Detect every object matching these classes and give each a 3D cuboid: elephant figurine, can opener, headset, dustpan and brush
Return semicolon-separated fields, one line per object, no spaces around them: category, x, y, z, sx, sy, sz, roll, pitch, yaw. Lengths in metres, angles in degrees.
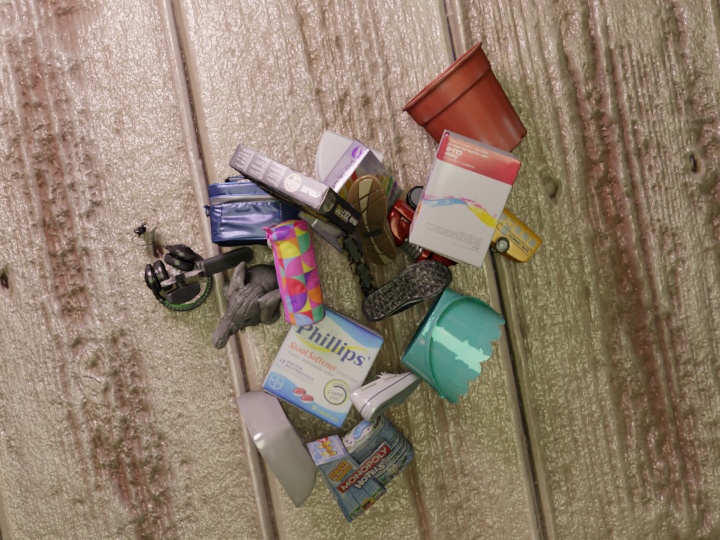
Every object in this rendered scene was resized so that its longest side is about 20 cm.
elephant figurine;-0.212;0.058;1.313;0.138;0.200;0.159;-6;91;-1
can opener;-0.306;0.006;1.348;0.198;0.052;0.068;-26;106;-29
headset;-0.394;-0.010;1.385;0.123;0.094;0.201;-41;107;-5
dustpan and brush;-0.048;-0.168;1.392;0.137;0.057;0.203;22;84;-1

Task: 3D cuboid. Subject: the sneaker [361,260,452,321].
sneaker;0.088;0.039;1.335;0.197;0.083;0.073;-25;80;9

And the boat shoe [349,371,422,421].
boat shoe;0.054;0.231;1.343;0.067;0.199;0.074;41;118;21

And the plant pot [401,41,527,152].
plant pot;0.215;-0.305;1.330;0.200;0.201;0.196;-39;100;0

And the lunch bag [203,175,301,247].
lunch bag;-0.216;-0.121;1.341;0.195;0.136;0.135;-2;87;-3

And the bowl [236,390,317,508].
bowl;-0.156;0.333;1.308;0.074;0.200;0.202;-30;115;-8

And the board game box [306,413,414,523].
board game box;-0.007;0.381;1.342;0.199;0.062;0.200;-40;128;-1

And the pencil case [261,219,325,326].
pencil case;-0.122;0.004;1.248;0.087;0.089;0.204;-13;107;-1

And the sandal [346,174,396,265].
sandal;0.025;-0.099;1.294;0.079;0.055;0.202;-9;128;13

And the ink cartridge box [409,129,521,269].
ink cartridge box;0.185;-0.132;1.222;0.142;0.146;0.203;19;106;1

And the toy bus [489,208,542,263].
toy bus;0.273;-0.095;1.388;0.199;0.065;0.079;40;90;-2

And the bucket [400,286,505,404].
bucket;0.179;0.140;1.328;0.133;0.207;0.209;31;90;3

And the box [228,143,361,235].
box;-0.110;-0.139;1.166;0.198;0.161;0.050;28;86;23

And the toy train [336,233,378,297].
toy train;0.000;0.000;1.352;0.034;0.046;0.202;-33;128;-11

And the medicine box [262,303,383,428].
medicine box;-0.075;0.181;1.367;0.180;0.103;0.203;27;91;-2

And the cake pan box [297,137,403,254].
cake pan box;-0.014;-0.133;1.326;0.052;0.200;0.185;39;89;29

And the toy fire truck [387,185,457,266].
toy fire truck;0.107;-0.040;1.370;0.175;0.129;0.201;38;80;-1
